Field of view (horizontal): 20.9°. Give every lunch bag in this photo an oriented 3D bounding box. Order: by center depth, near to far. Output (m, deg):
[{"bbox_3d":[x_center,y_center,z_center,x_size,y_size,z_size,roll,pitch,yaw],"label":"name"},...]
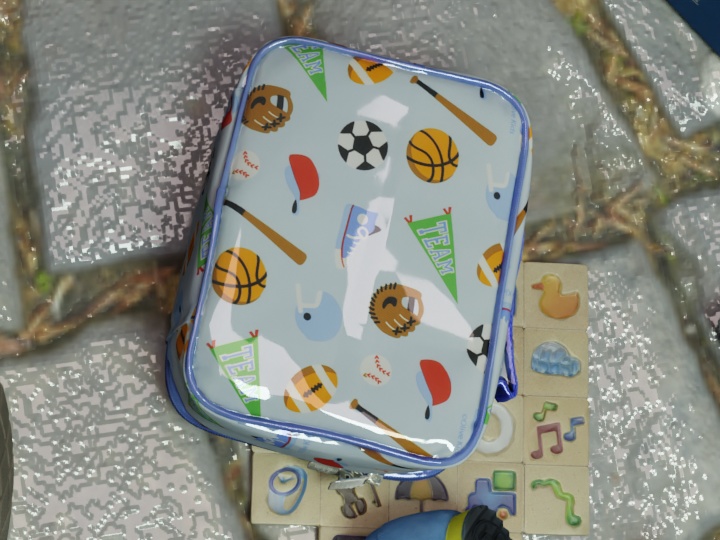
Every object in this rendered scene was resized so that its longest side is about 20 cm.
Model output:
[{"bbox_3d":[0.000,0.000,0.904,0.159,0.076,0.201,14,76,-10],"label":"lunch bag"}]

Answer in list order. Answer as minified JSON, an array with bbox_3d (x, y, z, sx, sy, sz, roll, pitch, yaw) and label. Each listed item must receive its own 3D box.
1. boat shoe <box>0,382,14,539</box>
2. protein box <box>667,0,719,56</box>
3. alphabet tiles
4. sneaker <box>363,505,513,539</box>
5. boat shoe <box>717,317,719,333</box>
[{"bbox_3d":[-0.200,0.056,0.864,0.073,0.074,0.201,-6,86,4],"label":"boat shoe"},{"bbox_3d":[0.236,-0.184,0.926,0.135,0.199,0.200,-43,89,-16],"label":"protein box"},{"bbox_3d":[0.030,0.058,0.939,0.165,0.006,0.201,3,79,-10],"label":"alphabet tiles"},{"bbox_3d":[0.054,0.205,0.894,0.078,0.066,0.201,-19,95,25],"label":"sneaker"},{"bbox_3d":[0.227,0.104,0.941,0.071,0.070,0.202,-18,79,-3],"label":"boat shoe"}]
